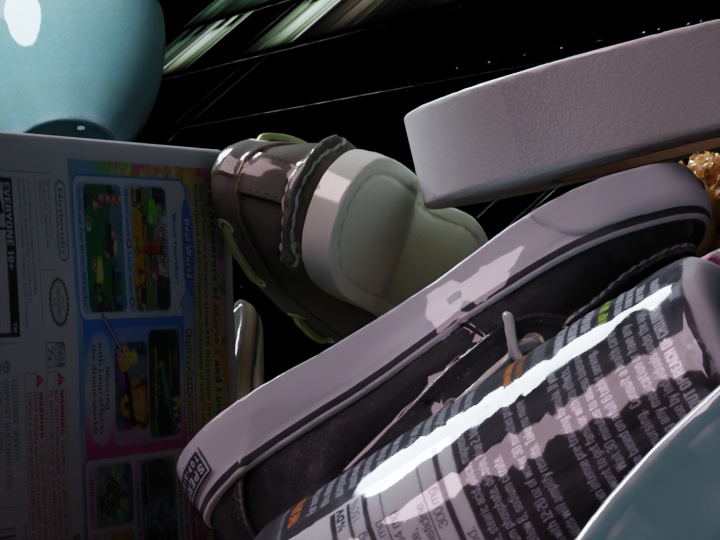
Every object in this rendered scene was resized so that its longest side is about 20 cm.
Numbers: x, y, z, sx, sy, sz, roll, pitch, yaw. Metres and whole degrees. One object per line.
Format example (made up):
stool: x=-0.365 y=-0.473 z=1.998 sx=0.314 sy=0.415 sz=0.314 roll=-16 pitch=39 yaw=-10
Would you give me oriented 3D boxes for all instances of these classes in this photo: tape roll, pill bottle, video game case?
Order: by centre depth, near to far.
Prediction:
pill bottle: x=0.039 y=0.090 z=0.708 sx=0.200 sy=0.106 sz=0.106 roll=-34 pitch=14 yaw=18
video game case: x=-0.092 y=0.055 z=0.865 sx=0.024 sy=0.200 sz=0.182 roll=-3 pitch=-1 yaw=25
tape roll: x=0.117 y=-0.061 z=0.916 sx=0.203 sy=0.037 sz=0.203 roll=-13 pitch=-2 yaw=0

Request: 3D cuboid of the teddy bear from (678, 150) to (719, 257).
teddy bear: x=0.076 y=0.022 z=0.918 sx=0.200 sy=0.067 sz=0.145 roll=-28 pitch=19 yaw=36

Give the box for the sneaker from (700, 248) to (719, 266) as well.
sneaker: x=0.149 y=0.009 z=0.791 sx=0.200 sy=0.080 sz=0.086 roll=-29 pitch=5 yaw=-4

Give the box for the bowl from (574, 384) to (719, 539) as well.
bowl: x=0.137 y=0.076 z=0.502 sx=0.201 sy=0.105 sz=0.201 roll=-36 pitch=13 yaw=10

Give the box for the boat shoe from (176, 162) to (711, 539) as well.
boat shoe: x=0.041 y=0.037 z=0.810 sx=0.199 sy=0.068 sz=0.074 roll=-29 pitch=-23 yaw=-22

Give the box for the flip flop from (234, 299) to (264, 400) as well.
flip flop: x=-0.049 y=0.081 z=1.084 sx=0.081 sy=0.058 sz=0.200 roll=-46 pitch=29 yaw=8

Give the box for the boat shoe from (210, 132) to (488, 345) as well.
boat shoe: x=0.001 y=-0.003 z=0.990 sx=0.072 sy=0.060 sz=0.202 roll=-67 pitch=-23 yaw=-11

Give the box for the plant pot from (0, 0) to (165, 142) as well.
plant pot: x=-0.258 y=-0.151 z=2.151 sx=0.200 sy=0.200 sz=0.135 roll=-32 pitch=50 yaw=26
